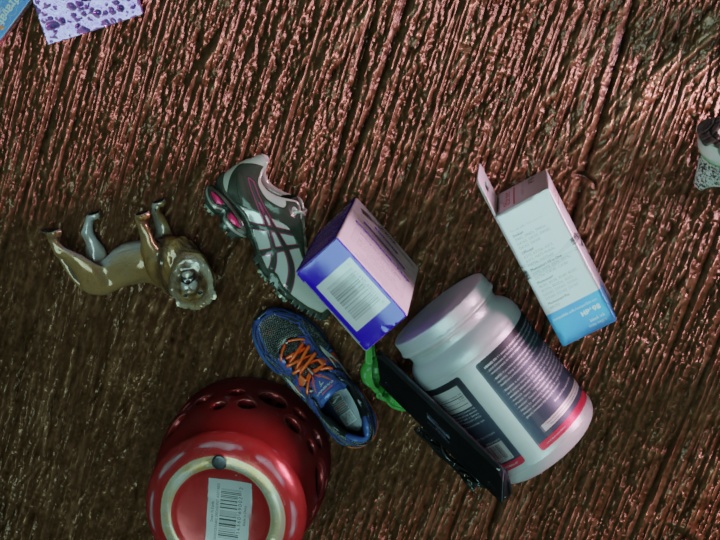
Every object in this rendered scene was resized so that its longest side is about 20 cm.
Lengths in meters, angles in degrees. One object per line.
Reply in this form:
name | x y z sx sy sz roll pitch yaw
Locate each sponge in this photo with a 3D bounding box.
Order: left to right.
sponge | -0.317 -0.357 1.522 0.111 0.030 0.201 -17 101 -1

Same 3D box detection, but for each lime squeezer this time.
lime squeezer | 0.045 0.124 1.603 0.071 0.038 0.200 -38 99 17

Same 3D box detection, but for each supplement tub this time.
supplement tub | 0.146 0.118 1.540 0.140 0.140 0.200 -37 97 13

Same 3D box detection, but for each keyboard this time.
keyboard | 0.091 0.176 1.530 0.021 0.127 0.200 -37 63 -18

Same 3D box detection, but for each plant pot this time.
plant pot | -0.142 0.240 1.580 0.199 0.183 0.202 2 103 8

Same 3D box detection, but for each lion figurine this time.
lion figurine | -0.262 -0.008 1.598 0.199 0.073 0.123 -6 111 22

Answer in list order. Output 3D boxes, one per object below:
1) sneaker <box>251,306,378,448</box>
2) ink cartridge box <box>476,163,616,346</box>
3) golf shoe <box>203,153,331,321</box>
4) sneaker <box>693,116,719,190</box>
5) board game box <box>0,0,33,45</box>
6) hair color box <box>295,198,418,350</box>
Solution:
sneaker | -0.045 0.119 1.585 0.075 0.078 0.200 -44 98 -5
ink cartridge box | 0.198 -0.033 1.511 0.066 0.116 0.201 -27 100 11
golf shoe | -0.086 -0.034 1.563 0.088 0.077 0.200 -38 97 6
sneaker | 0.446 -0.105 1.506 0.198 0.077 0.089 13 136 1
board game box | -0.449 -0.274 1.570 0.103 0.019 0.200 41 104 -4
hair color box | 0.000 0.000 1.495 0.065 0.200 0.109 -40 97 15
